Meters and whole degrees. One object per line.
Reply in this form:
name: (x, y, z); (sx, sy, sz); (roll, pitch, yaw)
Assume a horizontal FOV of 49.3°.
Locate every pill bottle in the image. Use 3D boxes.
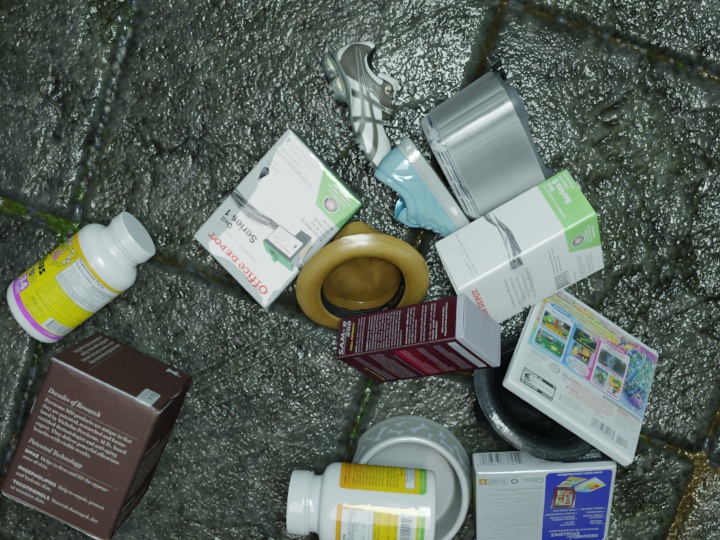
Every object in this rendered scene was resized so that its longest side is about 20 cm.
pill bottle: (-0.387, 0.005, 1.100); (0.198, 0.104, 0.105); (-35, 95, 6)
pill bottle: (0.002, 0.320, 1.060); (0.194, 0.111, 0.114); (4, 98, 3)

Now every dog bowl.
dog bowl: (0.070, 0.319, 1.141); (0.194, 0.059, 0.206); (0, 97, 3)

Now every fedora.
fedora: (0.000, 0.000, 1.069); (0.195, 0.083, 0.203); (-6, 141, -4)
fedora: (0.228, 0.189, 1.081); (0.198, 0.202, 0.092); (32, 138, -2)

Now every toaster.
toaster: (0.163, -0.164, 1.028); (0.127, 0.115, 0.201); (-28, 125, 9)

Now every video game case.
video game case: (0.304, 0.134, 1.068); (0.198, 0.024, 0.184); (33, 55, -2)

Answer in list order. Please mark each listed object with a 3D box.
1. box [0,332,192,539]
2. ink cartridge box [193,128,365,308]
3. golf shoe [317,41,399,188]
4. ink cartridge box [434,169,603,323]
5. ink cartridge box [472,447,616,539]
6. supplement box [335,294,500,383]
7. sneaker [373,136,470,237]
box: (-0.361, 0.225, 1.095); (0.161, 0.166, 0.204); (24, 97, 0)
ink cartridge box: (-0.111, -0.070, 1.087); (0.146, 0.084, 0.200); (43, 97, -3)
golf shoe: (0.021, -0.214, 1.067); (0.093, 0.078, 0.204); (-25, 97, 5)
ink cartridge box: (0.212, -0.019, 1.040); (0.197, 0.146, 0.085); (-28, 57, 5)
ink cartridge box: (0.259, 0.341, 1.129); (0.192, 0.047, 0.204); (-4, 125, 3)
supplement box: (0.076, 0.095, 1.043); (0.196, 0.108, 0.062); (-13, 58, 33)
sneaker: (0.089, -0.084, 1.068); (0.081, 0.074, 0.201); (-35, 114, 11)
